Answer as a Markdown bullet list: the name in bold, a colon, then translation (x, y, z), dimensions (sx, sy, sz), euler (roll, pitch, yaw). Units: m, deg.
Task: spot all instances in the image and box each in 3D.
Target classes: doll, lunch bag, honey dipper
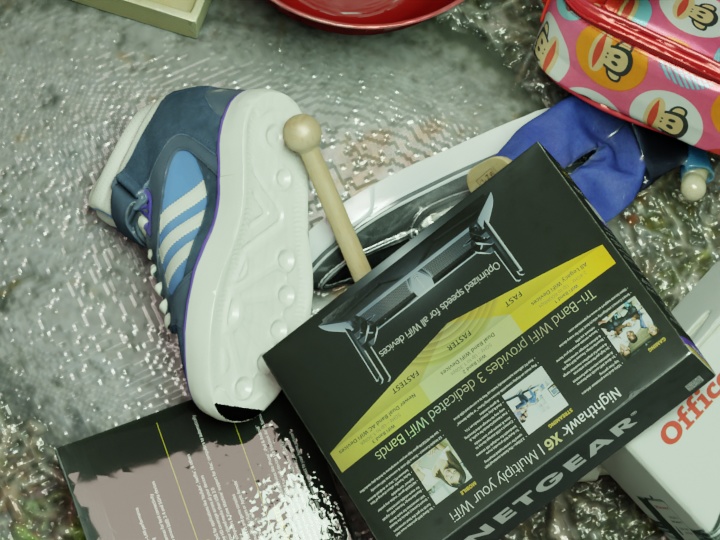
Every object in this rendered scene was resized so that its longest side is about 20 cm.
- **doll**: translation (0.149, -0.086, 1.437), dimensions (0.136, 0.048, 0.200), euler (48, 51, 9)
- **lunch bag**: translation (0.190, -0.164, 1.446), dimensions (0.176, 0.082, 0.200), euler (25, 41, 7)
- **honey dipper**: translation (0.000, 0.000, 1.393), dimensions (0.038, 0.038, 0.200), euler (-26, 110, -10)

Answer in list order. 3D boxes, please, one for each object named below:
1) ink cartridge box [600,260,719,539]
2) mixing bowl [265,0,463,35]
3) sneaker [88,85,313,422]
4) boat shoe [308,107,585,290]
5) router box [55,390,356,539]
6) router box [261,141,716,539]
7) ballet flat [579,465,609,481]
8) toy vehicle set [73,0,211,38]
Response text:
- **ink cartridge box**: translation (0.240, 0.109, 1.368), dimensions (0.147, 0.083, 0.200), euler (-45, 103, -14)
- **mixing bowl**: translation (-0.002, -0.223, 1.476), dimensions (0.200, 0.108, 0.200), euler (1, 74, -4)
- **sneaker**: translation (-0.103, -0.010, 1.417), dimensions (0.081, 0.146, 0.200), euler (13, 79, -42)
- **boat shoe**: translation (0.049, -0.027, 1.445), dimensions (0.200, 0.072, 0.068), euler (-26, 74, -17)
- **router box**: translation (-0.075, 0.173, 1.384), dimensions (0.149, 0.051, 0.200), euler (-19, 75, -6)
- **router box**: translation (0.068, 0.052, 1.311), dimensions (0.200, 0.052, 0.157), euler (-37, 62, 8)
- **ballet flat**: translation (0.170, 0.083, 1.416), dimensions (0.200, 0.067, 0.064), euler (-37, 84, -12)
- **toy vehicle set**: translation (-0.130, -0.257, 1.524), dimensions (0.124, 0.027, 0.200), euler (18, 73, 3)
